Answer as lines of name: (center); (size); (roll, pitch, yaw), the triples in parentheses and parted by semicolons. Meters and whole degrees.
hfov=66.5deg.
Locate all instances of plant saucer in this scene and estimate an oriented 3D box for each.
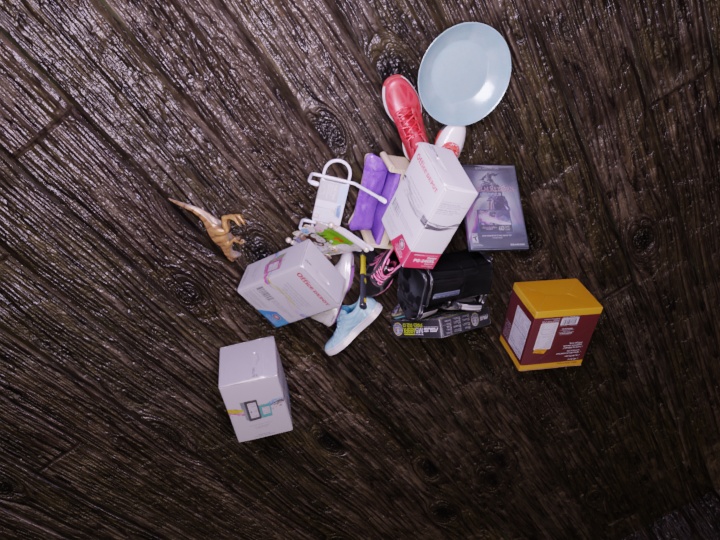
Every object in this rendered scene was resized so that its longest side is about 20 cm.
plant saucer: (0.206, -0.398, 1.115); (0.198, 0.039, 0.204); (-7, 124, -10)

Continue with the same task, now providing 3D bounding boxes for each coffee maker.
coffee maker: (0.191, 0.007, 1.249); (0.198, 0.134, 0.196); (-5, 97, -34)

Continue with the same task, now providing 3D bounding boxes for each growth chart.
growth chart: (-0.077, -0.061, 1.199); (0.144, 0.018, 0.199); (27, 157, -33)

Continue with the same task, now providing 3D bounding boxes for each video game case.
video game case: (0.296, -0.142, 1.232); (0.140, 0.203, 0.019); (-2, 165, -13)

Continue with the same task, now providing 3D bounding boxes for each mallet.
mallet: (0.000, 0.000, 1.234); (0.041, 0.201, 0.066); (-28, 122, 25)

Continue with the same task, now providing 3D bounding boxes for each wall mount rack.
wall mount rack: (-0.040, -0.131, 1.196); (0.171, 0.075, 0.202); (12, 121, -6)

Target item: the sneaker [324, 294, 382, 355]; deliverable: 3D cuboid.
sneaker: (-0.036, 0.130, 1.397); (0.082, 0.074, 0.200); (42, 107, -8)

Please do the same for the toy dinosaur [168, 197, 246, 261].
toy dinosaur: (-0.307, -0.093, 1.176); (0.105, 0.061, 0.201); (-29, 125, 8)

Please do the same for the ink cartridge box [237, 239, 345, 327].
ink cartridge box: (-0.152, 0.033, 1.237); (0.198, 0.085, 0.145); (-19, 129, 32)

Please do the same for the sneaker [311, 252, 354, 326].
sneaker: (-0.076, 0.038, 1.312); (0.098, 0.075, 0.202); (20, 110, -6)

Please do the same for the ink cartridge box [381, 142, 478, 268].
ink cartridge box: (0.132, -0.126, 1.091); (0.082, 0.146, 0.201); (5, 134, -26)

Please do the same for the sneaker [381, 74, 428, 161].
sneaker: (0.110, -0.291, 1.114); (0.078, 0.116, 0.201); (-27, 125, 6)

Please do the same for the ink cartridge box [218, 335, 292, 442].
ink cartridge box: (-0.264, 0.300, 1.395); (0.144, 0.147, 0.202); (-12, 124, -5)

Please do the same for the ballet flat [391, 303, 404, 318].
ballet flat: (0.165, 0.060, 1.402); (0.197, 0.072, 0.073); (-19, 126, -1)

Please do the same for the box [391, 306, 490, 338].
box: (0.198, 0.127, 1.350); (0.198, 0.159, 0.045); (-8, 92, -43)

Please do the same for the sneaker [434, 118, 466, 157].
sneaker: (0.185, -0.217, 1.186); (0.066, 0.108, 0.203); (16, 118, -23)

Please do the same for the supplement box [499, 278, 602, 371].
supplement box: (0.512, 0.147, 1.496); (0.194, 0.133, 0.203); (-3, 124, -13)

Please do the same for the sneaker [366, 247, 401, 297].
sneaker: (0.060, -0.007, 1.287); (0.079, 0.095, 0.200); (41, 115, 1)

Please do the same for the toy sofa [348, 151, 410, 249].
toy sofa: (0.043, -0.152, 1.211); (0.096, 0.083, 0.202); (5, 122, -18)
